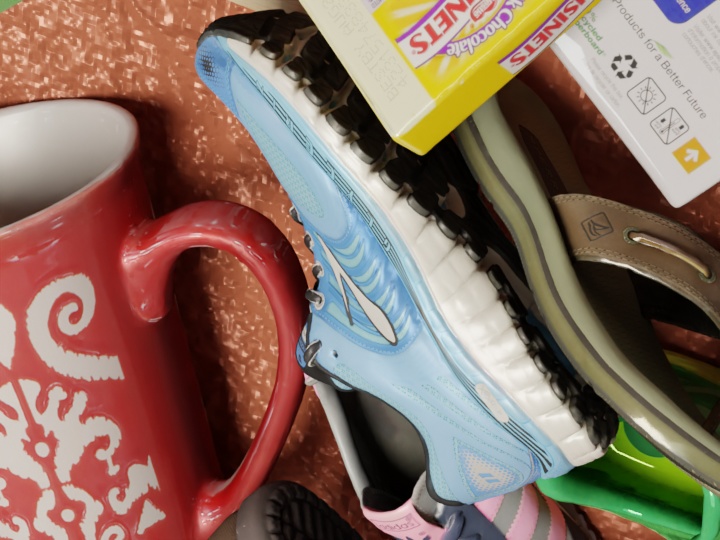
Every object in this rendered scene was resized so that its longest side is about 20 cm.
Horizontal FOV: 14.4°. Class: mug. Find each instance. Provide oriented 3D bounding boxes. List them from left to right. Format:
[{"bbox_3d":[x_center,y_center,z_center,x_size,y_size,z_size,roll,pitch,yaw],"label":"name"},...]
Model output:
[{"bbox_3d":[-0.109,0.054,1.101,0.177,0.133,0.200,13,126,46],"label":"mug"}]

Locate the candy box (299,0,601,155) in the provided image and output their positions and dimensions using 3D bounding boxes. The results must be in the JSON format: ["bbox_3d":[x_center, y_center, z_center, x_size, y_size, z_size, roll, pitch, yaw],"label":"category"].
[{"bbox_3d":[0.064,-0.138,0.903,0.200,0.026,0.102,-41,62,13],"label":"candy box"}]

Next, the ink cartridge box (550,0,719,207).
[{"bbox_3d":[0.153,-0.114,0.909,0.200,0.037,0.095,-35,103,18],"label":"ink cartridge box"}]

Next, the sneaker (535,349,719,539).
[{"bbox_3d":[0.153,0.077,1.005,0.200,0.084,0.074,5,117,26],"label":"sneaker"}]

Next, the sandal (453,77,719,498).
[{"bbox_3d":[0.093,0.000,0.962,0.057,0.080,0.201,-36,57,13],"label":"sandal"}]

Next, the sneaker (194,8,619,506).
[{"bbox_3d":[0.000,0.000,0.986,0.090,0.078,0.200,-36,90,24],"label":"sneaker"}]

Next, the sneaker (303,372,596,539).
[{"bbox_3d":[0.034,0.096,1.080,0.070,0.082,0.200,-22,103,34],"label":"sneaker"}]

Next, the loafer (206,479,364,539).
[{"bbox_3d":[-0.001,0.159,1.112,0.071,0.073,0.200,-26,120,25],"label":"loafer"}]

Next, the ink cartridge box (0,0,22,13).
[{"bbox_3d":[-0.200,-0.181,0.972,0.145,0.084,0.200,15,130,46],"label":"ink cartridge box"}]

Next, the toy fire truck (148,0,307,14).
[{"bbox_3d":[0.007,-0.124,1.001,0.200,0.049,0.141,35,127,8],"label":"toy fire truck"}]
